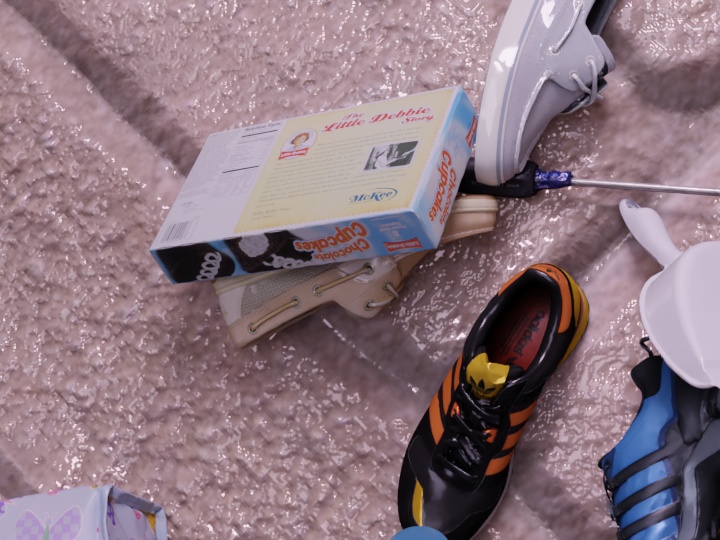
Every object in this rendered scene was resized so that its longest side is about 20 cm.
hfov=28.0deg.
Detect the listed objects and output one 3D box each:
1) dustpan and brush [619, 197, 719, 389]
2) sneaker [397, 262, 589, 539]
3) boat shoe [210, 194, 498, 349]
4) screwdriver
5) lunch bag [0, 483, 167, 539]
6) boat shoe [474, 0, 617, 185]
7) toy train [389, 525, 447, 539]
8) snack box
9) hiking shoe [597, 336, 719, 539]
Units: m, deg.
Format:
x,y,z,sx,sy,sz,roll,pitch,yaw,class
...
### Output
x,y,z,sx,sy,sz,roll,pitch,yaw,class
0.209,0.012,0.862,0.057,0.139,0.200,-63,36,40,dustpan and brush
0.073,0.083,0.897,0.070,0.090,0.200,28,87,19,sneaker
0.000,0.000,0.949,0.200,0.072,0.065,-17,86,13,boat shoe
0.153,-0.060,0.934,0.200,0.028,0.029,0,88,18,screwdriver
-0.212,0.254,0.929,0.169,0.127,0.200,-12,67,11,lunch bag
0.130,-0.143,0.929,0.071,0.070,0.201,16,73,16,boat shoe
0.063,0.250,0.822,0.085,0.116,0.200,-21,49,4,toy train
-0.030,-0.054,0.926,0.200,0.037,0.116,-7,43,31,snack box
0.182,0.146,0.875,0.087,0.074,0.200,15,81,38,hiking shoe
